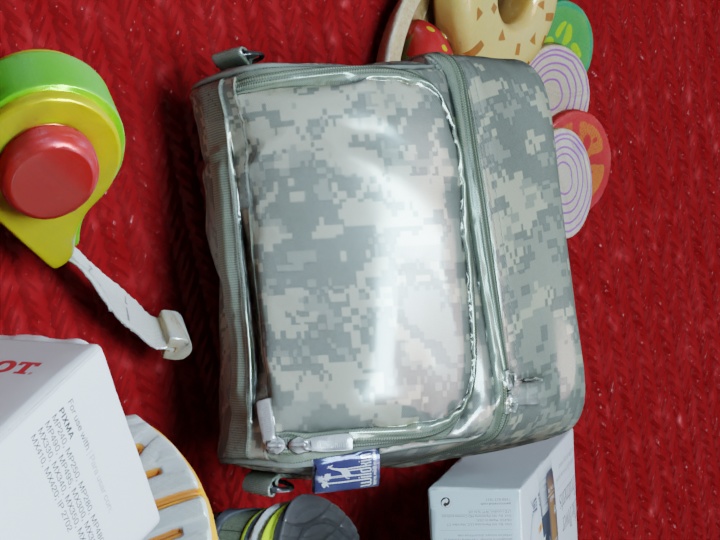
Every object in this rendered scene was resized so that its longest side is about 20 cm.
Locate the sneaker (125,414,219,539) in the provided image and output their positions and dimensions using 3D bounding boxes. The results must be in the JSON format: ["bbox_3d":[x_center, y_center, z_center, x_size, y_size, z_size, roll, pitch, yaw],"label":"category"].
[{"bbox_3d":[-0.078,0.160,1.079,0.077,0.078,0.201,33,36,-73],"label":"sneaker"}]

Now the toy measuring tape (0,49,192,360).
[{"bbox_3d":[-0.113,-0.035,1.049,0.200,0.073,0.074,46,55,-41],"label":"toy measuring tape"}]

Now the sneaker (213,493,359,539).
[{"bbox_3d":[-0.023,0.171,1.173,0.074,0.080,0.201,-61,141,-33],"label":"sneaker"}]

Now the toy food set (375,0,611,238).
[{"bbox_3d":[0.074,-0.083,1.335,0.198,0.048,0.201,56,48,-38],"label":"toy food set"}]

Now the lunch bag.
[{"bbox_3d":[0.000,0.000,1.150,0.167,0.139,0.202,-1,83,-41],"label":"lunch bag"}]

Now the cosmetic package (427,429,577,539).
[{"bbox_3d":[0.079,0.170,1.280,0.200,0.051,0.152,-24,114,-77],"label":"cosmetic package"}]

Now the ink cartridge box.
[{"bbox_3d":[-0.189,0.108,0.886,0.200,0.144,0.085,-45,127,-44],"label":"ink cartridge box"}]
